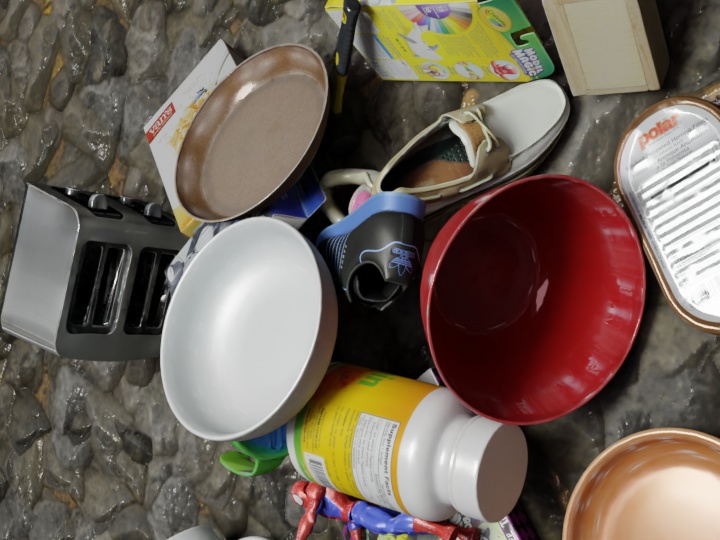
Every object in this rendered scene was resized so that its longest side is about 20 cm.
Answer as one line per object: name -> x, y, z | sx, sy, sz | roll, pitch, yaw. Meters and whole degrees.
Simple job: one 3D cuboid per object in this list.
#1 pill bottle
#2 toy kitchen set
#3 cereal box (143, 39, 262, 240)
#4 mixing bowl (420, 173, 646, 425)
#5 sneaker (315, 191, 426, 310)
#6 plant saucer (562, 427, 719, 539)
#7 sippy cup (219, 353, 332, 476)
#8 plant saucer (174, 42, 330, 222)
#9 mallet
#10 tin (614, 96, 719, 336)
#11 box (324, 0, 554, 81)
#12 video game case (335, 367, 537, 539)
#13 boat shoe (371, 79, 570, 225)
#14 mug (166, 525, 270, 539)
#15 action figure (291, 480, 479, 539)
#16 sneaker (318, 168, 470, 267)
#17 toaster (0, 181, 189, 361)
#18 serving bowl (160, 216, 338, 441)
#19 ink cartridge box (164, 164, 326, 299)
pill bottle -> 0.040, 0.151, 0.916 | 0.197, 0.110, 0.113 | 9, 92, 39
toy kitchen set -> 0.185, -0.285, 0.911 | 0.161, 0.182, 0.202 | 2, 47, 35
cereal box -> -0.161, -0.143, 1.149 | 0.144, 0.039, 0.201 | -44, 45, 15
mixing bowl -> 0.126, 0.015, 0.879 | 0.108, 0.197, 0.204 | -148, 72, -67
sneaker -> 0.000, 0.000, 0.932 | 0.200, 0.069, 0.079 | 136, 145, -64
plant saucer -> 0.255, 0.226, 0.832 | 0.197, 0.037, 0.205 | -4, 84, 37
sippy cup -> -0.116, 0.108, 1.088 | 0.129, 0.140, 0.179 | 20, 72, 47
plant saucer -> -0.102, -0.130, 1.034 | 0.198, 0.032, 0.203 | -23, 50, 31
mallet -> -0.015, -0.180, 1.015 | 0.200, 0.040, 0.067 | 114, 137, -67
tin -> 0.275, -0.045, 0.840 | 0.111, 0.042, 0.203 | -31, 68, 28
box -> 0.077, -0.223, 0.960 | 0.198, 0.117, 0.049 | 12, 70, 39
video game case -> 0.058, 0.224, 0.990 | 0.181, 0.036, 0.202 | -41, 62, 29
boat shoe -> 0.099, -0.105, 0.923 | 0.198, 0.068, 0.075 | -35, 72, 1
mug -> -0.144, 0.364, 1.086 | 0.199, 0.148, 0.176 | -40, 68, -5
action figure -> 0.004, 0.251, 0.964 | 0.198, 0.065, 0.101 | 13, 84, 39
sneaker -> 0.034, -0.047, 1.000 | 0.198, 0.088, 0.083 | 17, 96, 38
toaster -> -0.306, 0.010, 1.208 | 0.117, 0.179, 0.204 | 18, 96, 36
serving bowl -> -0.092, 0.058, 0.951 | 0.198, 0.065, 0.204 | -16, 63, 34
ink cartridge box -> -0.119, -0.034, 1.051 | 0.200, 0.039, 0.100 | -48, 39, 17
